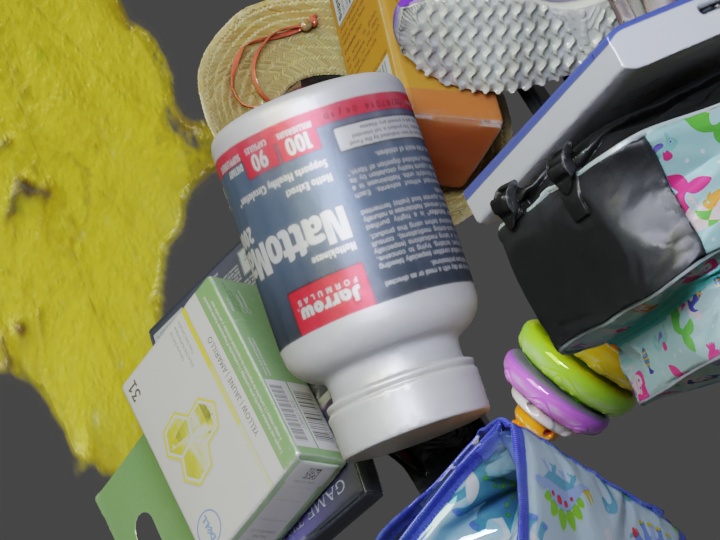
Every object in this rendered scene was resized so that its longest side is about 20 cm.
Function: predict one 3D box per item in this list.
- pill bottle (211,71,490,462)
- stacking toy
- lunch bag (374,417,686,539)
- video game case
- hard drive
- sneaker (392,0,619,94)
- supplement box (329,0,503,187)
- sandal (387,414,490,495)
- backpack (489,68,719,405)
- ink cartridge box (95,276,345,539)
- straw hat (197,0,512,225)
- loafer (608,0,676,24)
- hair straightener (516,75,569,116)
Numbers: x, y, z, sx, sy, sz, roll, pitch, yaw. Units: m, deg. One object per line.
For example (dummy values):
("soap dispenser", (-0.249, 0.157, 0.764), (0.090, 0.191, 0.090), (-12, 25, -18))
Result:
("pill bottle", (0.000, 0.000, 1.709), (0.119, 0.119, 0.201), (-25, 80, 28))
("stacking toy", (0.124, 0.052, 1.677), (0.201, 0.116, 0.110), (-55, 43, 12))
("lunch bag", (0.085, 0.197, 1.575), (0.127, 0.170, 0.201), (14, 76, 44))
("video game case", (-0.061, 0.084, 1.823), (0.143, 0.019, 0.201), (-43, 55, 37))
("hard drive", (0.144, -0.092, 1.548), (0.025, 0.131, 0.200), (61, 153, 10))
("sneaker", (0.111, -0.166, 1.788), (0.199, 0.070, 0.100), (-7, 41, -10))
("supplement box", (0.028, -0.150, 1.832), (0.069, 0.066, 0.201), (123, 144, -48))
("sandal", (0.035, 0.086, 1.768), (0.075, 0.048, 0.200), (-50, 45, 6))
("backpack", (0.193, -0.032, 1.510), (0.199, 0.151, 0.177), (-31, -4, -24))
("ink cartridge box", (-0.102, 0.125, 1.815), (0.200, 0.048, 0.146), (-50, 50, 28))
("straw hat", (-0.010, -0.075, 1.866), (0.085, 0.200, 0.202), (110, 157, -51))
("loafer", (0.179, -0.109, 1.706), (0.063, 0.072, 0.201), (-16, 80, 14))
("hair straightener", (0.124, -0.059, 1.789), (0.077, 0.041, 0.201), (-37, 52, 19))
